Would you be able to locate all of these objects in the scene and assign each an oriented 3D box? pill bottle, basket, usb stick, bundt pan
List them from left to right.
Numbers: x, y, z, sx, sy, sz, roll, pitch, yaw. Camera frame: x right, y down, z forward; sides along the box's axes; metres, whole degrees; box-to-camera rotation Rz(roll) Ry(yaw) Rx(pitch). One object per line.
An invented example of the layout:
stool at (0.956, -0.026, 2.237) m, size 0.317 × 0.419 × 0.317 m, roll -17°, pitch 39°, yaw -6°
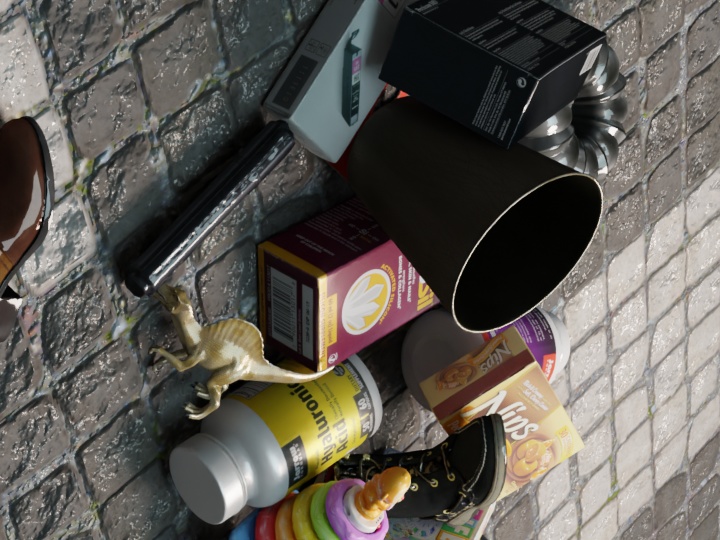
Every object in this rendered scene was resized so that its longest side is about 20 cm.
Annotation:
usb stick at (-0.130, -0.055, 1.522) m, size 0.033 × 0.055 × 0.200 m, roll 45°, pitch 71°, yaw -8°
pill bottle at (-0.083, 0.156, 1.665) m, size 0.199 × 0.111 × 0.112 m, roll -32°, pitch 135°, yaw -34°
basket at (0.088, -0.064, 1.585) m, size 0.180 × 0.200 × 0.137 m, roll -40°, pitch 140°, yaw -14°
pill bottle at (0.143, 0.091, 1.900) m, size 0.199 × 0.112 × 0.114 m, roll -7°, pitch 118°, yaw -49°
bundt pan at (0.213, -0.165, 1.805) m, size 0.201 × 0.075 × 0.204 m, roll -8°, pitch 101°, yaw -51°

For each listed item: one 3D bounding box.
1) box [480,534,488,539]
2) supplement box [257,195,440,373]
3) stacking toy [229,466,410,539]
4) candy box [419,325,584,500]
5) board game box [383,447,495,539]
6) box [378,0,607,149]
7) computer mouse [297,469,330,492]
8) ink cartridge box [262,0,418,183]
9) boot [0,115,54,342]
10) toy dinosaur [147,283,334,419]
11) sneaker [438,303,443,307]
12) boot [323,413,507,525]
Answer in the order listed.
box at (0.072, 0.384, 1.960) m, size 0.199 × 0.148 × 0.105 m, roll -36°, pitch 155°, yaw -29°
supplement box at (0.000, 0.000, 1.686) m, size 0.199 × 0.085 × 0.111 m, roll -29°, pitch 133°, yaw -38°
stacking toy at (-0.017, 0.234, 1.637) m, size 0.200 × 0.110 × 0.116 m, roll -38°, pitch -179°, yaw 39°
candy box at (0.149, 0.151, 1.801) m, size 0.115 × 0.056 × 0.200 m, roll -32°, pitch 141°, yaw 2°
board game box at (0.059, 0.262, 1.828) m, size 0.200 × 0.133 × 0.035 m, roll -50°, pitch 156°, yaw -64°
box at (0.124, -0.199, 1.610) m, size 0.200 × 0.140 × 0.079 m, roll -35°, pitch 154°, yaw -58°
computer mouse at (-0.049, 0.271, 1.844) m, size 0.109 × 0.044 × 0.202 m, roll -9°, pitch 125°, yaw -43°
ink cartridge box at (0.015, -0.190, 1.617) m, size 0.201 × 0.043 × 0.173 m, roll -58°, pitch 143°, yaw -6°
boot at (-0.335, -0.033, 1.290) m, size 0.199 × 0.068 × 0.190 m, roll 4°, pitch 117°, yaw -44°
toy dinosaur at (-0.120, 0.086, 1.572) m, size 0.199 × 0.058 × 0.101 m, roll 32°, pitch 115°, yaw -29°
sneaker at (0.126, -0.043, 1.833) m, size 0.075 × 0.078 × 0.201 m, roll 45°, pitch 59°, yaw -40°
boot at (0.053, 0.199, 1.713) m, size 0.152 × 0.074 × 0.204 m, roll 3°, pitch 152°, yaw -13°
